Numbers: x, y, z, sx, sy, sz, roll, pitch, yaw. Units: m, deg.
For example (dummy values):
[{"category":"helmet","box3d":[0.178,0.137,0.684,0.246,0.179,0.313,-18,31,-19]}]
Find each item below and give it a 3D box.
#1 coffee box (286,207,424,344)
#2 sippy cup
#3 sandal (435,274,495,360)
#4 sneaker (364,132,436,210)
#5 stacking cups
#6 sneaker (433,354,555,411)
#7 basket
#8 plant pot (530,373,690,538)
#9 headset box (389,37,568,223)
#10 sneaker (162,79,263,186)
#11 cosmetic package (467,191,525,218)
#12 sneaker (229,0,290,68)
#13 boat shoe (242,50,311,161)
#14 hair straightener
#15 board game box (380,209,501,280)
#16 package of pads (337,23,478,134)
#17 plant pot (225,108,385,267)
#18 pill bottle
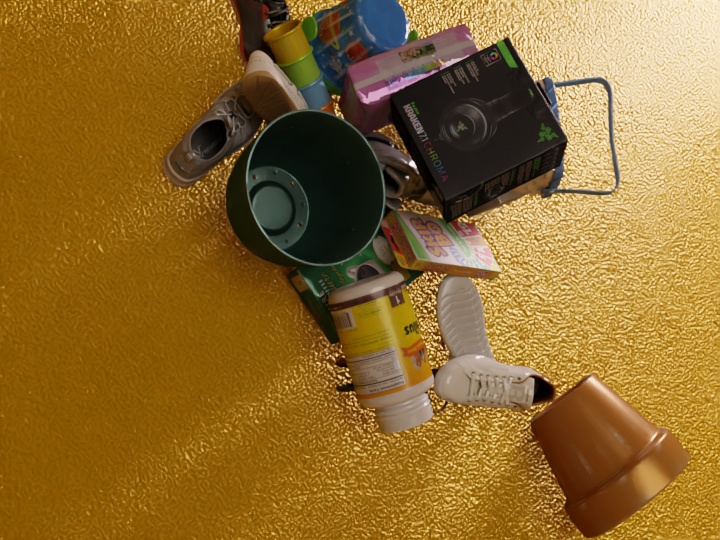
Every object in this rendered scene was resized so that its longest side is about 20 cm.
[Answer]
[{"category":"coffee box","box3d":[0.000,0.000,1.460,0.200,0.044,0.124,-40,100,-31]},{"category":"sippy cup","box3d":[0.000,-0.341,1.485,0.140,0.130,0.178,52,54,-12]},{"category":"sandal","box3d":[0.151,0.101,1.522,0.082,0.050,0.205,-24,105,-28]},{"category":"sneaker","box3d":[0.077,-0.125,1.488,0.198,0.076,0.115,24,25,-19]},{"category":"stacking cups","box3d":[-0.072,-0.249,1.434,0.060,0.060,0.202,-41,121,-31]},{"category":"sneaker","box3d":[0.202,0.165,1.482,0.198,0.084,0.074,3,96,-31]},{"category":"basket","box3d":[0.279,-0.198,1.497,0.197,0.139,0.179,-2,76,2]},{"category":"plant pot","box3d":[0.359,0.266,1.532,0.199,0.200,0.184,-32,78,-31]},{"category":"headset box","box3d":[0.166,-0.194,1.389,0.198,0.093,0.176,-25,74,-3]},{"category":"sneaker","box3d":[-0.181,-0.193,1.379,0.075,0.082,0.201,43,61,-14]},{"category":"cosmetic package","box3d":[0.192,-0.198,1.593,0.103,0.087,0.202,-22,90,-33]},{"category":"sneaker","box3d":[-0.132,-0.347,1.443,0.076,0.082,0.202,-23,92,-32]},{"category":"boat shoe","box3d":[-0.102,-0.222,1.399,0.201,0.070,0.070,63,20,-52]},{"category":"hair straightener","box3d":[0.052,0.174,1.458,0.198,0.041,0.078,10,73,-32]},{"category":"board game box","box3d":[0.116,-0.037,1.485,0.198,0.030,0.096,5,48,-40]},{"category":"package of pads","box3d":[0.068,-0.271,1.458,0.198,0.121,0.076,-24,81,-14]},{"category":"plant pot","box3d":[-0.090,-0.097,1.358,0.198,0.160,0.204,4,82,-28]},{"category":"pill bottle","box3d":[0.033,0.111,1.367,0.108,0.109,0.203,-19,94,-32]}]
